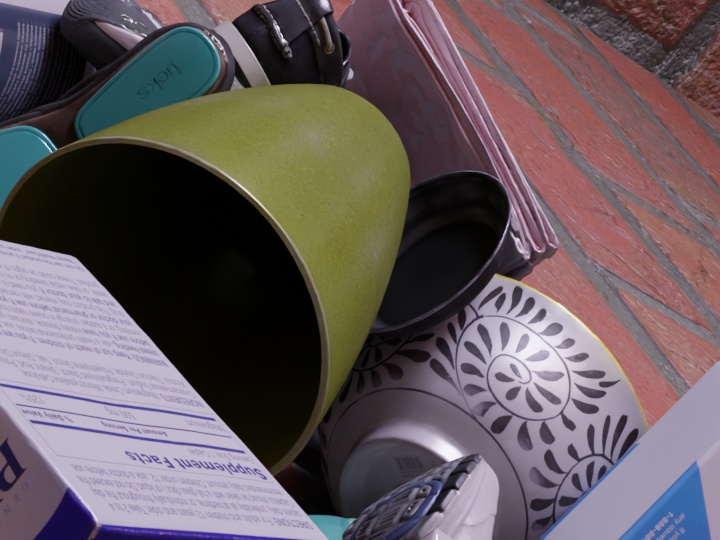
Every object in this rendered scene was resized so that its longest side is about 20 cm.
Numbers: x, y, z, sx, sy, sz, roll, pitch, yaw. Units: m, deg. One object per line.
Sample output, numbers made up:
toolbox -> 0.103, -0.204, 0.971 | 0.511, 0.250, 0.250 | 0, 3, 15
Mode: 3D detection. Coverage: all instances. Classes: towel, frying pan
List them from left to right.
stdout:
frying pan -> 0.002, 0.010, 1.433 | 0.031, 0.189, 0.115 | 51, 21, -32
towel -> 0.023, -0.058, 1.591 | 0.032, 0.200, 0.192 | -23, 81, -30

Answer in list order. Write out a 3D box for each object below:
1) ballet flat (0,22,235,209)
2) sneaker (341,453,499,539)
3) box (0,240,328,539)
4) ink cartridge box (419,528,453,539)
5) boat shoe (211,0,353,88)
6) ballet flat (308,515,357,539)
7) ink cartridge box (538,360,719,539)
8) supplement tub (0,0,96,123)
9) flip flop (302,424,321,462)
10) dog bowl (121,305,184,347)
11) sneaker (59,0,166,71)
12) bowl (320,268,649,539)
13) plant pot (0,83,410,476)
ballet flat -> -0.151, -0.059, 1.413 | 0.068, 0.199, 0.068 | 60, -3, 6
sneaker -> 0.029, 0.170, 1.296 | 0.087, 0.074, 0.200 | 48, 41, -20
box -> -0.144, 0.081, 1.119 | 0.200, 0.105, 0.184 | 45, 15, 27
ink cartridge box -> 0.071, 0.229, 1.157 | 0.200, 0.084, 0.146 | 35, 39, -17
boat shoe -> -0.028, -0.103, 1.511 | 0.072, 0.068, 0.200 | 51, -4, 17
ballet flat -> 0.040, 0.172, 1.378 | 0.200, 0.070, 0.067 | 39, 12, 0
ink cartridge box -> 0.213, 0.169, 1.382 | 0.200, 0.145, 0.084 | 50, -12, -15
supplement tub -> -0.231, -0.130, 1.483 | 0.140, 0.141, 0.200 | 43, 14, 17
flip flop -> 0.002, 0.087, 1.564 | 0.200, 0.081, 0.058 | 35, -15, -11
dog bowl -> -0.137, 0.007, 1.486 | 0.111, 0.050, 0.200 | 33, 14, -23
sneaker -> -0.109, -0.076, 1.504 | 0.200, 0.085, 0.075 | 43, 6, -39
bowl -> 0.049, 0.109, 1.432 | 0.201, 0.201, 0.094 | 41, 38, 9
plant pot -> -0.057, -0.015, 1.350 | 0.187, 0.187, 0.200 | 40, 35, 5
